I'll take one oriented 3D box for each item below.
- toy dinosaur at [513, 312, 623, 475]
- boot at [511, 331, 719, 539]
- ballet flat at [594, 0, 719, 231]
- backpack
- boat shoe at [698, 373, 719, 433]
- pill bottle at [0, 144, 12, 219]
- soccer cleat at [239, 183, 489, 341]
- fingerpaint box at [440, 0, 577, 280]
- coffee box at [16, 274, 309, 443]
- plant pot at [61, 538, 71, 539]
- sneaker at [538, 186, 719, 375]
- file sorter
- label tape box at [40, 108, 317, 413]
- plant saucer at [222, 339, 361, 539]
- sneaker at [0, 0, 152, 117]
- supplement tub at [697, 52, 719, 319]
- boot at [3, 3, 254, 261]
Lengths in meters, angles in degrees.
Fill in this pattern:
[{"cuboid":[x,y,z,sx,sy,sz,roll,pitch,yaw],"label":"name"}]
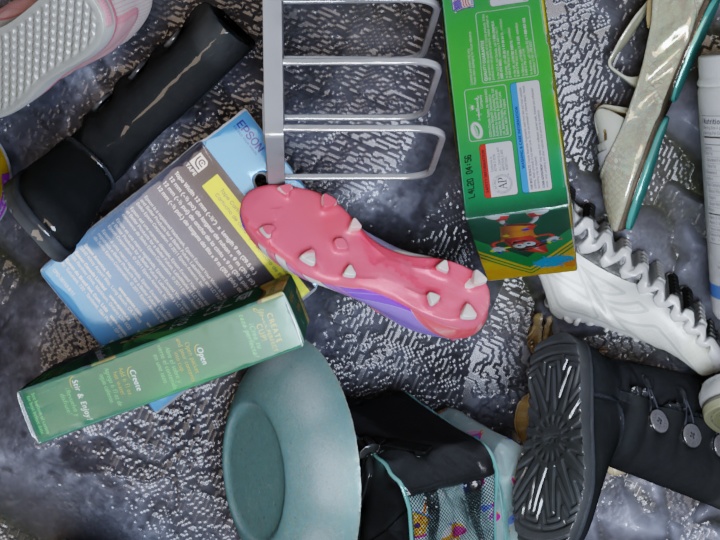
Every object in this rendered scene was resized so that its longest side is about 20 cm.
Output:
[{"cuboid":[0.170,0.133,1.226,0.101,0.058,0.201,-1,90,17],"label":"toy dinosaur"},{"cuboid":[0.206,0.147,1.142,0.200,0.066,0.165,22,71,-38],"label":"boot"},{"cuboid":[0.211,-0.129,1.180,0.062,0.067,0.201,21,90,13],"label":"ballet flat"},{"cuboid":[0.046,0.204,1.169,0.153,0.176,0.201,-5,104,-28],"label":"backpack"},{"cuboid":[0.333,0.087,1.173,0.199,0.075,0.069,6,65,-30],"label":"boat shoe"},{"cuboid":[-0.315,-0.062,1.132,0.104,0.200,0.105,0,99,2],"label":"pill bottle"},{"cuboid":[0.000,0.000,1.149,0.199,0.076,0.067,22,63,-4],"label":"soccer cleat"},{"cuboid":[0.103,-0.111,1.094,0.073,0.167,0.201,-7,75,8],"label":"fingerpaint box"},{"cuboid":[-0.136,0.060,1.120,0.199,0.123,0.044,-20,95,4],"label":"coffee box"},{"cuboid":[-0.156,0.321,1.195,0.187,0.200,0.201,12,99,-15],"label":"plant pot"},{"cuboid":[0.193,0.017,1.196,0.200,0.075,0.081,41,105,4],"label":"sneaker"},{"cuboid":[-0.009,-0.173,1.112,0.124,0.139,0.201,-1,78,-3],"label":"file sorter"},{"cuboid":[-0.123,-0.009,1.202,0.200,0.066,0.143,-38,96,3],"label":"label tape box"},{"cuboid":[-0.063,0.149,1.158,0.039,0.201,0.202,-2,99,-30],"label":"plant saucer"},{"cuboid":[-0.240,-0.178,1.185,0.200,0.105,0.075,-18,108,34],"label":"sneaker"},{"cuboid":[0.318,-0.064,1.145,0.131,0.132,0.201,-4,97,3],"label":"supplement tub"},{"cuboid":[-0.162,-0.106,1.135,0.200,0.165,0.066,-38,111,6],"label":"boot"}]
